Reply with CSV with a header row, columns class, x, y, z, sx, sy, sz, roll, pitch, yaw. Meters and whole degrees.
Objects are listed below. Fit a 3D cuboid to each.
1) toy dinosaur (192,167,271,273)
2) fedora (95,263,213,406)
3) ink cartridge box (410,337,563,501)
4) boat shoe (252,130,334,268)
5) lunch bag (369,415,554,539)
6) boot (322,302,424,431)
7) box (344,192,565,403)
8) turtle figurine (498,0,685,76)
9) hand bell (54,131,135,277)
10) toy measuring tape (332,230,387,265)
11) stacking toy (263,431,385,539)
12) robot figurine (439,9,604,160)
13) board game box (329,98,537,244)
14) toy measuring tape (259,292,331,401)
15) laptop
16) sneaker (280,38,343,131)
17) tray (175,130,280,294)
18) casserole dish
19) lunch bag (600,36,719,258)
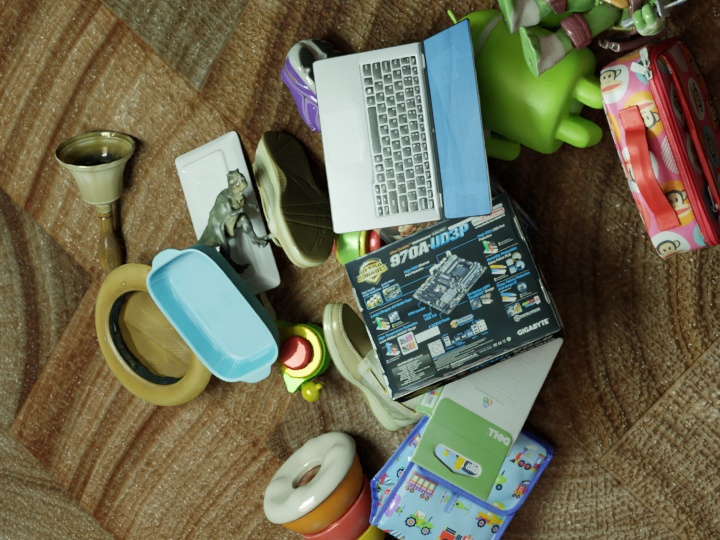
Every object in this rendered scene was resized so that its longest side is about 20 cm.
class,x,y,z,sx,sy,sz,roll,pitch,yaw
toy dinosaur,-0.159,-0.045,1.422,0.088,0.047,0.200,43,132,3
fedora,-0.259,0.078,1.549,0.198,0.082,0.204,9,109,28
ink cartridge box,0.132,0.139,1.297,0.103,0.059,0.202,30,80,-14
boat shoe,-0.085,-0.075,1.375,0.063,0.072,0.202,-56,44,39
lunch bag,0.123,0.236,1.386,0.149,0.094,0.201,29,110,-11
boot,0.058,0.099,1.369,0.153,0.073,0.201,-17,124,27
box,0.099,0.031,1.251,0.198,0.046,0.161,-24,74,10
turtle figurine,0.230,-0.277,1.090,0.191,0.200,0.146,-23,87,0
hand bell,-0.339,-0.070,1.552,0.103,0.104,0.203,13,123,23
toy measuring tape,0.000,0.000,1.386,0.072,0.073,0.203,7,109,25
stacking toy,-0.016,0.321,1.499,0.145,0.147,0.201,-27,112,31
robot figurine,0.165,-0.197,1.216,0.198,0.115,0.178,27,111,18
board game box,0.081,-0.075,1.299,0.200,0.035,0.135,44,105,-10
toy measuring tape,-0.082,0.065,1.468,0.073,0.073,0.203,-24,81,31
laptop,0.038,-0.141,1.197,0.197,0.116,0.191,-7,92,17
sneaker,-0.018,-0.175,1.357,0.201,0.080,0.083,54,147,0
tray,-0.173,-0.063,1.469,0.106,0.022,0.203,-20,85,30
casserole dish,-0.174,0.048,1.430,0.120,0.039,0.201,-27,106,35
lunch bag,0.297,-0.118,1.138,0.081,0.176,0.203,-17,99,31
